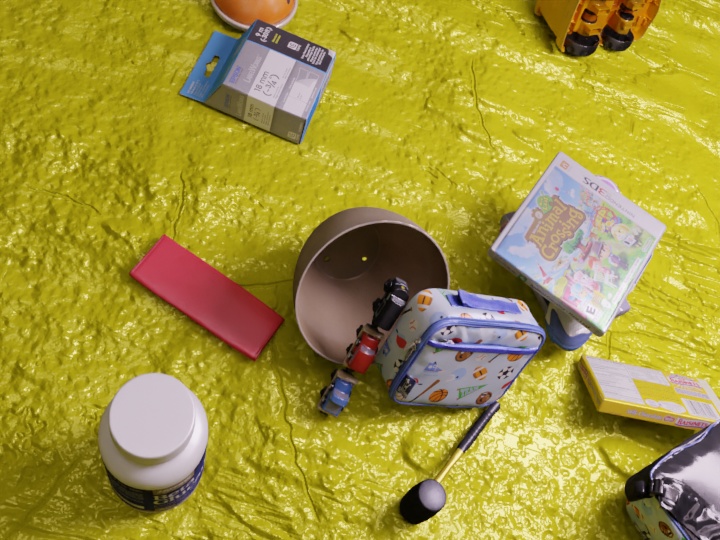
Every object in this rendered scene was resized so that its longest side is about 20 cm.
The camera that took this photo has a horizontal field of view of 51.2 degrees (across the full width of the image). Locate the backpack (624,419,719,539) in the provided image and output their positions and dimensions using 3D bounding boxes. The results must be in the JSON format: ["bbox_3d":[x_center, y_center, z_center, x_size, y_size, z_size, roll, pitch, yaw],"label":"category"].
[{"bbox_3d":[0.438,0.308,0.924,0.197,0.155,0.192,-25,64,-17],"label":"backpack"}]

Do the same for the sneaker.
[{"bbox_3d":[0.330,0.025,1.041,0.075,0.088,0.200,42,64,4],"label":"sneaker"}]

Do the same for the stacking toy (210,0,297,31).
[{"bbox_3d":[-0.155,-0.480,1.142,0.143,0.201,0.149,6,62,-11],"label":"stacking toy"}]

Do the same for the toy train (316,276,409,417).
[{"bbox_3d":[0.003,0.100,0.910,0.034,0.202,0.046,24,18,-17],"label":"toy train"}]

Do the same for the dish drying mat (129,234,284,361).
[{"bbox_3d":[-0.198,0.035,0.975,0.198,0.018,0.077,33,60,5],"label":"dish drying mat"}]

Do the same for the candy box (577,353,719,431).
[{"bbox_3d":[0.403,0.171,1.029,0.196,0.027,0.103,12,26,-8],"label":"candy box"}]

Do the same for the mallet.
[{"bbox_3d":[0.122,0.228,0.931,0.041,0.066,0.200,42,61,7],"label":"mallet"}]

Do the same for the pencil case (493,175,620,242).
[{"bbox_3d":[0.290,-0.065,1.081,0.198,0.083,0.087,-28,107,-23],"label":"pencil case"}]

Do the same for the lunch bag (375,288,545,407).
[{"bbox_3d":[0.122,0.096,0.924,0.196,0.162,0.076,6,41,-32],"label":"lunch bag"}]

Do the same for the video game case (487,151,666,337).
[{"bbox_3d":[0.292,-0.041,1.004,0.181,0.022,0.201,36,65,8],"label":"video game case"}]

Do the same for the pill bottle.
[{"bbox_3d":[-0.216,0.181,0.790,0.108,0.201,0.113,6,62,-11],"label":"pill bottle"}]

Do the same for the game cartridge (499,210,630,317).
[{"bbox_3d":[0.302,-0.009,1.118,0.127,0.039,0.203,-14,68,-25],"label":"game cartridge"}]

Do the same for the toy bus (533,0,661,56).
[{"bbox_3d":[0.412,-0.497,1.352,0.196,0.137,0.194,-12,51,-22],"label":"toy bus"}]

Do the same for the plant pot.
[{"bbox_3d":[0.000,0.000,0.964,0.196,0.204,0.135,-3,29,-16],"label":"plant pot"}]

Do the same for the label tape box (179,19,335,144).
[{"bbox_3d":[-0.153,-0.297,1.129,0.196,0.064,0.146,22,60,-3],"label":"label tape box"}]
